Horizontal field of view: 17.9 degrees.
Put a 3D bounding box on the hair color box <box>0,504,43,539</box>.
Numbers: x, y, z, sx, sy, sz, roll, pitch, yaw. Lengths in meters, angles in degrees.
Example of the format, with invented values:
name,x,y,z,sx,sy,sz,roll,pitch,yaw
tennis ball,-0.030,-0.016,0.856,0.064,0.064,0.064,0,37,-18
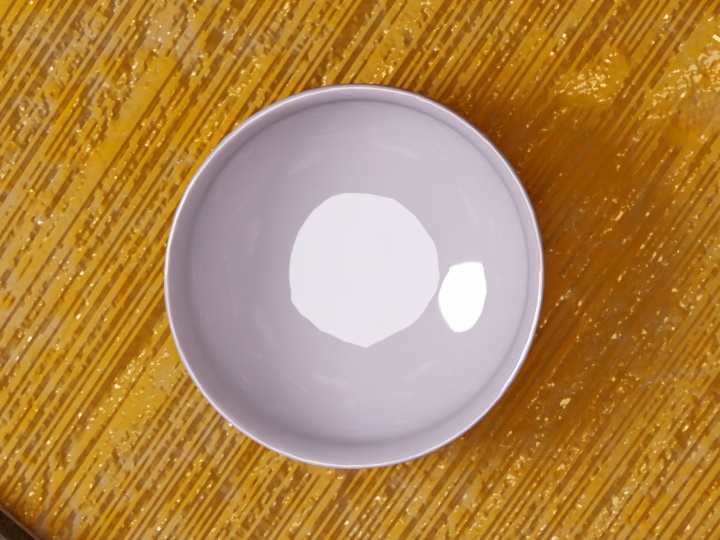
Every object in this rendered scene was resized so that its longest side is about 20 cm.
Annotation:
name,x,y,z,sx,sy,sz,roll,pitch,yaw
hair color box,-0.248,0.224,1.265,0.099,0.061,0.200,40,99,0

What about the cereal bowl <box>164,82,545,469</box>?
name,x,y,z,sx,sy,sz,roll,pitch,yaw
cereal bowl,0.000,0.000,1.204,0.199,0.083,0.201,1,97,6
